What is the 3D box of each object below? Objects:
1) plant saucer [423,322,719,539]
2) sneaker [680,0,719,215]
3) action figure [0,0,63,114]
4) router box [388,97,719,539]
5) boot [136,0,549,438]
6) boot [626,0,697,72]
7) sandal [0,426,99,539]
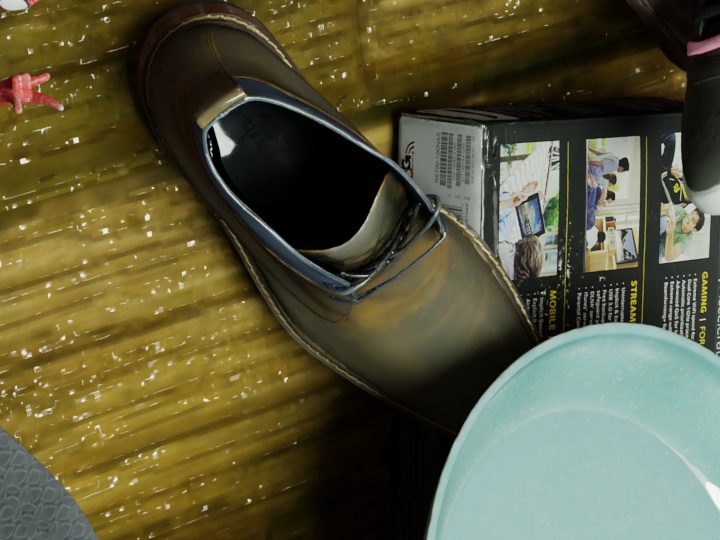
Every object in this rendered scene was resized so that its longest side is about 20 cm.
[{"bbox_3d":[0.091,0.120,0.843,0.199,0.036,0.202,10,72,-34],"label":"plant saucer"},{"bbox_3d":[0.130,-0.124,0.867,0.099,0.070,0.201,32,67,-28],"label":"sneaker"},{"bbox_3d":[-0.165,-0.080,0.701,0.199,0.099,0.066,-8,104,-40],"label":"action figure"},{"bbox_3d":[0.081,0.037,0.945,0.148,0.051,0.202,-6,101,-40],"label":"router box"},{"bbox_3d":[0.000,0.000,0.815,0.075,0.097,0.200,-43,107,5],"label":"boot"},{"bbox_3d":[0.114,-0.189,0.932,0.200,0.064,0.187,39,57,-25],"label":"boot"},{"bbox_3d":[-0.141,0.075,0.784,0.076,0.043,0.201,-46,119,-35],"label":"sandal"}]
